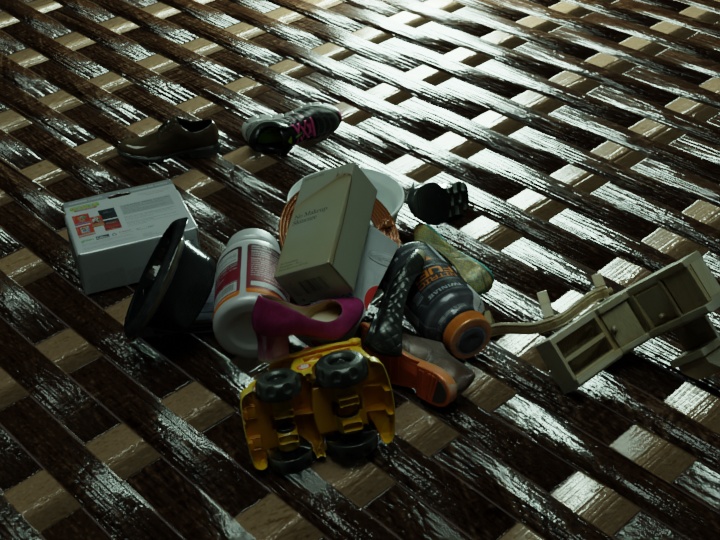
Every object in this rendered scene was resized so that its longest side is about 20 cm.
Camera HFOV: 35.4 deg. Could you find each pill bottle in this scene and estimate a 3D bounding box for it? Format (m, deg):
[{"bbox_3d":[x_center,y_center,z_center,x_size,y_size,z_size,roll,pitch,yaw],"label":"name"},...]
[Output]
[{"bbox_3d":[0.117,0.049,1.692,0.106,0.107,0.200,-17,38,-20],"label":"pill bottle"},{"bbox_3d":[-0.161,0.027,1.678,0.112,0.114,0.201,-3,36,-2],"label":"pill bottle"}]

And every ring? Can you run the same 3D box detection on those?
[{"bbox_3d":[-0.030,-0.055,1.770,0.199,0.019,0.202,8,62,-16],"label":"ring"}]

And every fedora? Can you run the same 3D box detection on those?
[{"bbox_3d":[-0.275,0.024,1.683,0.091,0.201,0.201,26,31,-17],"label":"fedora"}]

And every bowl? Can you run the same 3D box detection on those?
[{"bbox_3d":[-0.023,-0.088,1.906,0.199,0.091,0.202,-2,35,1],"label":"bowl"}]

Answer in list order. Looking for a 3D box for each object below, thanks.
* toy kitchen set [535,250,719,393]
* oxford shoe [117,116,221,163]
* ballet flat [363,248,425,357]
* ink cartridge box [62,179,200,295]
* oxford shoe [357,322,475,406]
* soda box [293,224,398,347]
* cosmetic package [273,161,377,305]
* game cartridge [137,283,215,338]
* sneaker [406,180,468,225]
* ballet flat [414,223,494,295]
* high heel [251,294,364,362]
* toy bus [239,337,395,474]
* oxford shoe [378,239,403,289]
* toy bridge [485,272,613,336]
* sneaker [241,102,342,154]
[{"bbox_3d":[0.396,0.108,1.559,0.180,0.200,0.164,-28,84,-32],"label":"toy kitchen set"},{"bbox_3d":[-0.373,-0.260,2.176,0.198,0.085,0.073,-11,38,-9],"label":"oxford shoe"},{"bbox_3d":[0.058,0.047,1.616,0.056,0.067,0.201,26,51,0],"label":"ballet flat"},{"bbox_3d":[-0.385,-0.061,1.892,0.198,0.084,0.176,-14,37,-17],"label":"ink cartridge box"},{"bbox_3d":[0.076,0.127,1.620,0.073,0.072,0.199,-25,44,-37],"label":"oxford shoe"},{"bbox_3d":[-0.020,0.029,1.685,0.068,0.063,0.201,35,62,-15],"label":"soda box"},{"bbox_3d":[-0.049,-0.055,1.665,0.103,0.073,0.201,-16,44,30],"label":"cosmetic package"},{"bbox_3d":[-0.247,0.052,1.772,0.198,0.039,0.130,-3,31,-1],"label":"game cartridge"},{"bbox_3d":[0.110,-0.115,1.933,0.088,0.075,0.200,0,4,27],"label":"sneaker"},{"bbox_3d":[0.132,-0.014,1.821,0.070,0.071,0.200,-23,40,-27],"label":"ballet flat"},{"bbox_3d":[-0.069,0.049,1.550,0.199,0.097,0.067,-20,32,-36],"label":"high heel"},{"bbox_3d":[-0.070,0.164,1.533,0.198,0.137,0.192,-12,23,-10],"label":"toy bus"},{"bbox_3d":[0.000,0.000,1.801,0.199,0.072,0.073,-23,45,-27],"label":"oxford shoe"},{"bbox_3d":[0.280,0.060,1.680,0.199,0.027,0.067,-19,34,10],"label":"toy bridge"},{"bbox_3d":[-0.131,-0.268,2.184,0.198,0.074,0.088,-9,35,-1],"label":"sneaker"}]
